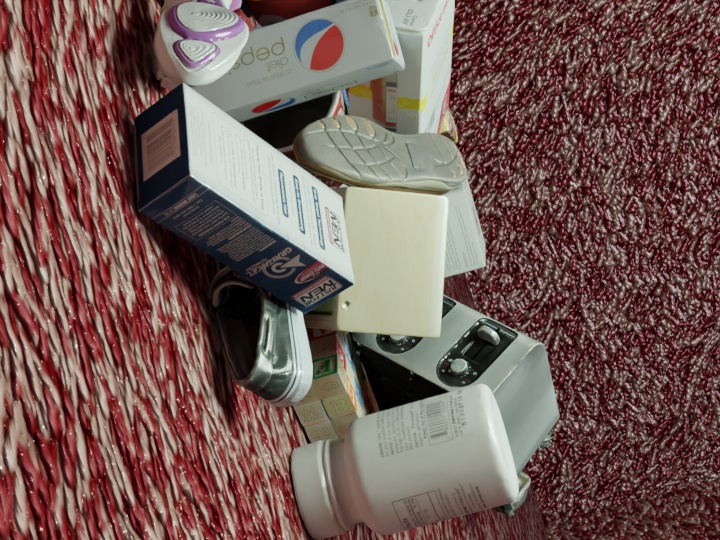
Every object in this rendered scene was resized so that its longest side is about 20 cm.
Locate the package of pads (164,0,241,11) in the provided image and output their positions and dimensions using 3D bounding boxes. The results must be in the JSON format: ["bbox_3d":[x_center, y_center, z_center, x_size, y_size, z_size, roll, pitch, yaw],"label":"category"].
[{"bbox_3d":[-0.171,-0.344,1.387,0.121,0.075,0.202,58,19,-66],"label":"package of pads"}]

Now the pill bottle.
[{"bbox_3d":[0.041,0.187,1.405,0.114,0.198,0.116,-16,90,-81],"label":"pill bottle"}]

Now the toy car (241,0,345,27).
[{"bbox_3d":[-0.096,-0.317,1.527,0.200,0.183,0.179,-33,130,-59],"label":"toy car"}]

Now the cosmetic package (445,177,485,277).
[{"bbox_3d":[0.048,-0.040,1.848,0.085,0.198,0.109,-78,153,-69],"label":"cosmetic package"}]

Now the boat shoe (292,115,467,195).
[{"bbox_3d":[0.014,-0.098,1.466,0.198,0.072,0.076,9,57,-35],"label":"boat shoe"}]

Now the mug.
[{"bbox_3d":[-0.070,-0.175,1.557,0.200,0.132,0.180,57,29,-73],"label":"mug"}]

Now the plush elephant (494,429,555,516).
[{"bbox_3d":[0.224,0.338,2.501,0.165,0.198,0.157,70,25,-73],"label":"plush elephant"}]

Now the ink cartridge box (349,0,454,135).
[{"bbox_3d":[0.043,-0.213,1.541,0.201,0.082,0.146,91,15,-45],"label":"ink cartridge box"}]

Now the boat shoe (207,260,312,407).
[{"bbox_3d":[-0.093,0.022,1.264,0.071,0.072,0.201,29,29,-44],"label":"boat shoe"}]

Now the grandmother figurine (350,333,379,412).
[{"bbox_3d":[-0.001,0.120,1.735,0.122,0.060,0.202,77,6,-54],"label":"grandmother figurine"}]

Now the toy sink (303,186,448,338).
[{"bbox_3d":[-0.005,-0.007,1.420,0.200,0.111,0.132,-178,-87,-72],"label":"toy sink"}]

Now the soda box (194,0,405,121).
[{"bbox_3d":[-0.063,-0.198,1.409,0.064,0.198,0.069,13,61,-78],"label":"soda box"}]

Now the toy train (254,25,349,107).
[{"bbox_3d":[-0.069,-0.240,1.810,0.200,0.086,0.115,27,45,-79],"label":"toy train"}]

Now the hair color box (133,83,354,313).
[{"bbox_3d":[-0.093,-0.054,1.205,0.199,0.060,0.101,34,36,-41],"label":"hair color box"}]

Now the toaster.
[{"bbox_3d":[0.104,0.127,1.569,0.180,0.119,0.201,27,-28,35],"label":"toaster"}]

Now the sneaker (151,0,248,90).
[{"bbox_3d":[-0.138,-0.184,1.252,0.201,0.074,0.100,-97,-159,-62],"label":"sneaker"}]

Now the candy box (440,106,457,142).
[{"bbox_3d":[0.018,-0.166,1.872,0.117,0.198,0.057,10,64,-80],"label":"candy box"}]

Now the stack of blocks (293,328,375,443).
[{"bbox_3d":[-0.021,0.145,1.549,0.116,0.058,0.201,-94,166,-53],"label":"stack of blocks"}]
